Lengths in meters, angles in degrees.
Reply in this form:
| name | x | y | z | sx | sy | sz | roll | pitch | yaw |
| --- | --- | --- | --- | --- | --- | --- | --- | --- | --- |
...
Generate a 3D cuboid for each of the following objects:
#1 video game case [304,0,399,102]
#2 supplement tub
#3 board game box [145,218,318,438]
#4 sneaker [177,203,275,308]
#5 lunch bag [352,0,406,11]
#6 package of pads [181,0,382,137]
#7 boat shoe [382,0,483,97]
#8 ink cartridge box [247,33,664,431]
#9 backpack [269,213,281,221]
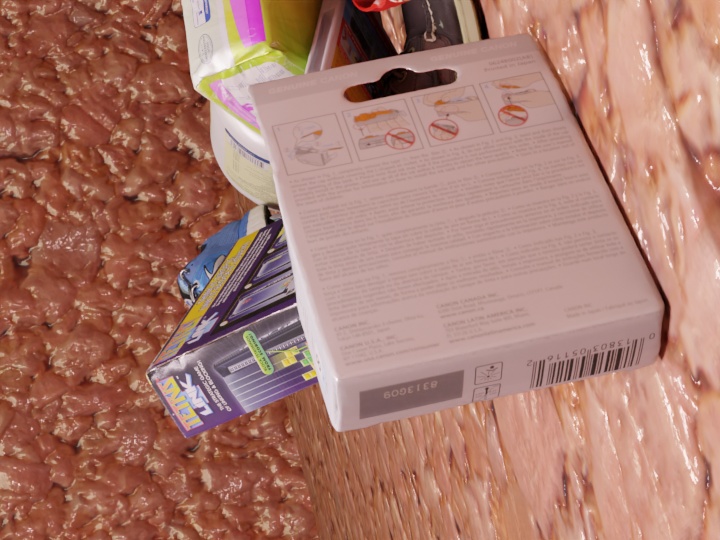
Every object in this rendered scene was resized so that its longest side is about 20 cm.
| name | x | y | z | sx | sy | sz | roll | pitch | yaw |
| --- | --- | --- | --- | --- | --- | --- | --- | --- | --- |
| video game case | 0.009 | -0.078 | 0.995 | 0.143 | 0.017 | 0.201 | 58 | -156 | -30 |
| supplement tub | -0.055 | -0.133 | 1.371 | 0.200 | 0.144 | 0.146 | 110 | 146 | -76 |
| board game box | -0.032 | 0.012 | 1.065 | 0.057 | 0.165 | 0.200 | 57 | -155 | -15 |
| sneaker | -0.100 | 0.024 | 1.333 | 0.200 | 0.089 | 0.079 | -100 | -17 | -62 |
| lunch bag | 0.007 | -0.230 | 0.915 | 0.200 | 0.081 | 0.177 | -134 | 33 | -55 |
| package of pads | -0.042 | -0.154 | 1.055 | 0.200 | 0.068 | 0.156 | 31 | -135 | -59 |
| boat shoe | 0.045 | -0.108 | 0.988 | 0.073 | 0.064 | 0.202 | 116 | 141 | -77 |
| ink cartridge box | 0.040 | -0.025 | 0.806 | 0.047 | 0.159 | 0.201 | 88 | 167 | -49 |
| backpack | 0.000 | 0.000 | 1.268 | 0.164 | 0.153 | 0.200 | 68 | 158 | 4 |
